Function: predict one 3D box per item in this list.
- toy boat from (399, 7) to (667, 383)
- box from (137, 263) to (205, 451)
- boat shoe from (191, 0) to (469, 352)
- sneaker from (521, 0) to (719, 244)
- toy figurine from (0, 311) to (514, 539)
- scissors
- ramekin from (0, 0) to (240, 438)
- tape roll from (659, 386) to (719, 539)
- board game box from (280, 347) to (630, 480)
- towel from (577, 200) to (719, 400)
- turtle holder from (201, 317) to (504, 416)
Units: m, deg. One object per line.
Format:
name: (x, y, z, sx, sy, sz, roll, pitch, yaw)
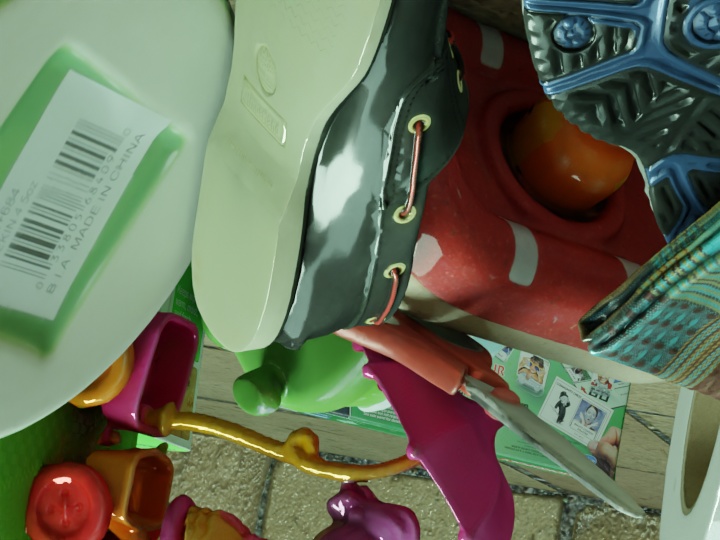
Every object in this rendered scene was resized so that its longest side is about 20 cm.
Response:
toy boat: (0.079, -0.047, 0.727, 0.200, 0.131, 0.131, 17, 139, -31)
box: (-0.138, -0.025, 0.856, 0.096, 0.177, 0.200, 4, 168, 17)
boat shoe: (-0.002, -0.061, 0.614, 0.063, 0.202, 0.074, -8, -137, -28)
sneaker: (0.094, -0.075, 0.598, 0.076, 0.077, 0.200, -14, 142, 14)
toy figurine: (-0.037, 0.092, 0.736, 0.184, 0.200, 0.150, 6, 170, 17)
scissors: (0.047, 0.041, 0.668, 0.073, 0.014, 0.200, 16, -172, -41)
ramekin: (-0.127, -0.041, 0.624, 0.098, 0.200, 0.200, 31, 180, 27)
tape roll: (0.178, 0.066, 0.933, 0.037, 0.203, 0.203, 11, 170, 3)
board game box: (0.052, 0.025, 1.043, 0.200, 0.135, 0.029, 15, 169, -18)
towel: (0.180, -0.020, 0.610, 0.147, 0.022, 0.200, 20, 127, -43)
turtle holder: (0.006, 0.004, 0.865, 0.132, 0.186, 0.141, 0, -141, -33)
